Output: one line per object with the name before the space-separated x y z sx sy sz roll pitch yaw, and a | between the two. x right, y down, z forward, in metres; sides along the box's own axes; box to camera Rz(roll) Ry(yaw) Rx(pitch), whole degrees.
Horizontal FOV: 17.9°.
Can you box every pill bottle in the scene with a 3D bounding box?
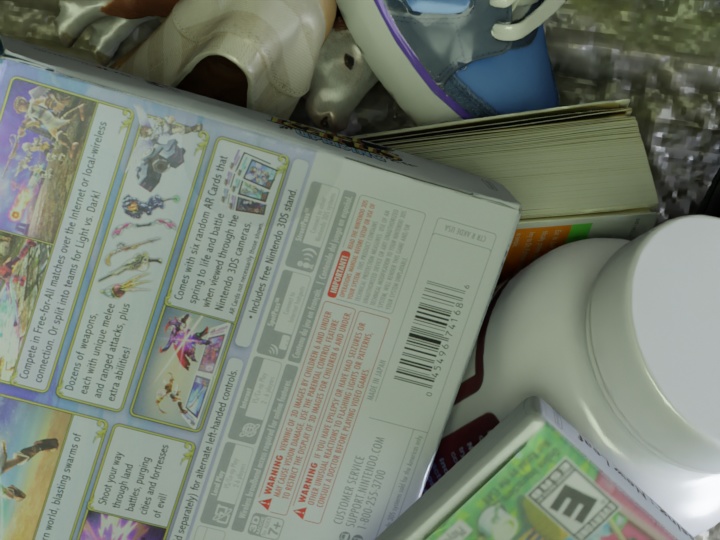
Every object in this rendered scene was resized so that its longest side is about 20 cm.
pill bottle | 0.073 0.058 0.832 0.113 0.113 0.200 41 143 -10

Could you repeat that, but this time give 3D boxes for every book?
book | 0.000 0.000 0.864 0.199 0.134 0.048 -7 64 -9

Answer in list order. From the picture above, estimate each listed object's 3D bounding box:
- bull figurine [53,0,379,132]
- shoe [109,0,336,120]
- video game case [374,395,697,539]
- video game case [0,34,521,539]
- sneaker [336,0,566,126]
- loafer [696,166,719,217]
bull figurine | -0.068 -0.138 0.870 0.121 0.065 0.200 -21 106 11
shoe | -0.072 -0.048 0.856 0.070 0.053 0.200 27 143 -11
video game case | 0.053 0.167 0.777 0.182 0.022 0.200 42 105 -14
video game case | -0.064 0.042 0.773 0.181 0.045 0.200 16 101 -17
sneaker | 0.058 -0.142 0.820 0.146 0.081 0.200 -21 104 36
loafer | 0.129 0.024 0.898 0.070 0.068 0.201 19 118 -22
